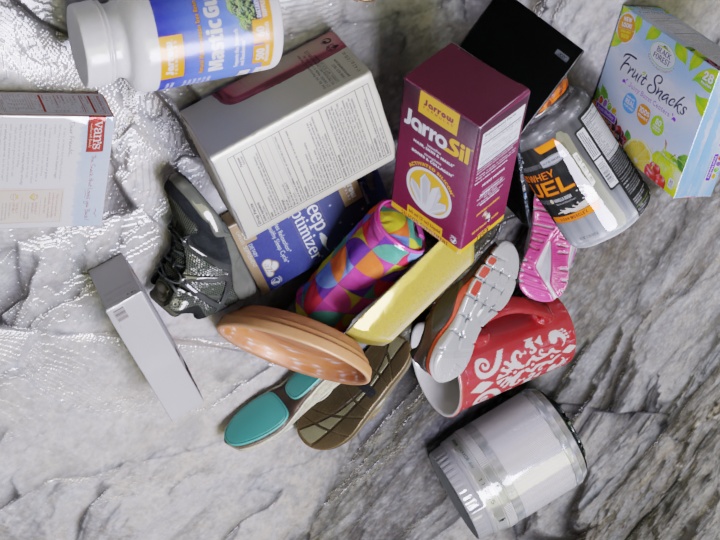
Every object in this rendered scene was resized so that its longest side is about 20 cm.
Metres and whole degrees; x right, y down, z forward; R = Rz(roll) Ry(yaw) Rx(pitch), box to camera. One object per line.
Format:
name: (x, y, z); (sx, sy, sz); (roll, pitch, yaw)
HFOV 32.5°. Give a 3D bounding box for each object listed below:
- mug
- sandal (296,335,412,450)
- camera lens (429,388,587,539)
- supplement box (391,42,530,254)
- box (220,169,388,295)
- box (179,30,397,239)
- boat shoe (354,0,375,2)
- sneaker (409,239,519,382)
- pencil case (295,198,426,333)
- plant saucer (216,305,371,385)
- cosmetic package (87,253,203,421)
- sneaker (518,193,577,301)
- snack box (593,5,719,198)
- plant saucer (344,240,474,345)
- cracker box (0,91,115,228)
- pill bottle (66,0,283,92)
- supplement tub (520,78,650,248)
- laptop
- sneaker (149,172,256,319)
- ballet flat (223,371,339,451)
mug: (0.194, 0.105, 1.682); (0.199, 0.177, 0.134); (-16, 87, -23)
sandal: (0.000, 0.171, 1.687); (0.200, 0.080, 0.054); (-46, 154, 3)
camera lens: (0.222, 0.283, 1.826); (0.199, 0.160, 0.161); (-30, 133, -6)
supplement box: (0.106, -0.132, 1.361); (0.086, 0.110, 0.201); (-38, 151, -30)
box: (-0.058, -0.066, 1.498); (0.199, 0.032, 0.122); (-31, 133, -7)
box: (-0.078, -0.151, 1.369); (0.199, 0.109, 0.128); (-29, 134, -8)
boat shoe: (0.016, -0.373, 1.281); (0.075, 0.074, 0.201); (-9, 127, -23)
sneaker: (0.124, 0.041, 1.568); (0.077, 0.082, 0.201); (42, 78, -41)
pencil case: (0.000, 0.000, 1.496); (0.088, 0.089, 0.200); (10, 141, -34)
plant saucer: (-0.077, 0.089, 1.513); (0.200, 0.199, 0.038); (33, 70, -41)
cosmetic package: (-0.251, 0.081, 1.463); (0.050, 0.083, 0.201); (-30, 133, -10)
sneaker: (0.260, -0.062, 1.655); (0.081, 0.088, 0.201); (19, 99, 5)
snack box: (0.376, -0.210, 1.519); (0.067, 0.200, 0.170); (-4, 125, -27)
plant saucer: (0.067, 0.026, 1.525); (0.200, 0.048, 0.200); (-44, 177, -5)
cracker box: (-0.362, -0.113, 1.272); (0.199, 0.058, 0.135); (-2, 125, -27)
pill bottle: (-0.187, -0.241, 1.239); (0.199, 0.112, 0.113); (-15, 129, -20)
supplement tub: (0.258, -0.139, 1.522); (0.122, 0.123, 0.200); (-37, 104, 0)
laptop: (0.180, -0.189, 1.441); (0.103, 0.177, 0.201); (-25, 132, -11)
sneaker: (-0.200, -0.017, 1.422); (0.114, 0.076, 0.200); (-33, 139, -13)
ballet flat: (-0.091, 0.179, 1.640); (0.200, 0.068, 0.062); (-39, 143, 2)
